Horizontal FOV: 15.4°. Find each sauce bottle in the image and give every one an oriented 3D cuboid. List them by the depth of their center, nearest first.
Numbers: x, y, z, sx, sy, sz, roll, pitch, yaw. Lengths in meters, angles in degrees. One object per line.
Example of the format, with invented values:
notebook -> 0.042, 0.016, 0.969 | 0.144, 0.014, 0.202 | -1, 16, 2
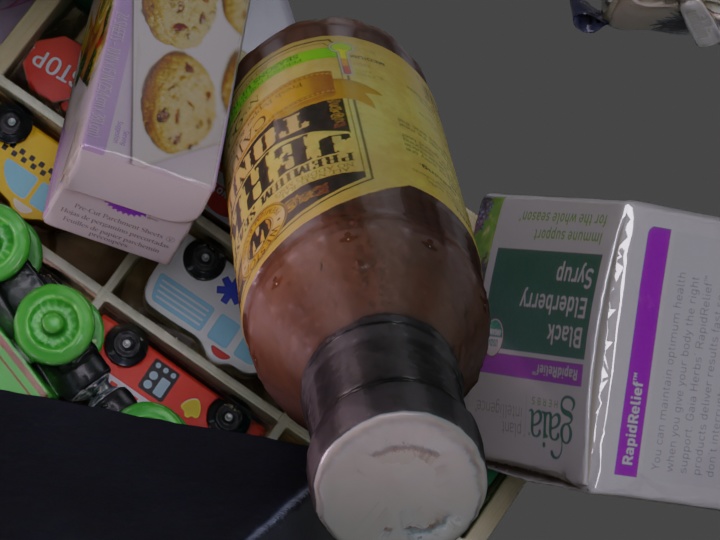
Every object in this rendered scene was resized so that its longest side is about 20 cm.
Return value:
sauce bottle -> 0.000, 0.000, 0.679 | 0.064, 0.200, 0.065 | -3, 118, -6

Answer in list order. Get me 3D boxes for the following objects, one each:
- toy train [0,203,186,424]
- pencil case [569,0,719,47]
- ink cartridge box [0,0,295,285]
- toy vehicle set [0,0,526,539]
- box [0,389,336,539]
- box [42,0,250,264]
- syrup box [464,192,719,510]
toy train -> -0.102, 0.019, 0.737 | 0.056, 0.042, 0.200 | -39, 85, -4
pencil case -> 0.170, -0.085, 0.848 | 0.199, 0.078, 0.090 | 18, 51, -2
ink cartridge box -> -0.118, -0.059, 0.825 | 0.199, 0.043, 0.197 | -15, 76, -13
toy vehicle set -> -0.037, 0.010, 0.782 | 0.200, 0.027, 0.125 | 35, 75, 1
box -> -0.118, 0.135, 0.657 | 0.199, 0.117, 0.198 | 9, 104, 16
box -> -0.052, -0.094, 0.772 | 0.041, 0.039, 0.201 | 20, 50, -14
syrup box -> 0.130, 0.031, 0.766 | 0.199, 0.079, 0.082 | 11, 87, -27
